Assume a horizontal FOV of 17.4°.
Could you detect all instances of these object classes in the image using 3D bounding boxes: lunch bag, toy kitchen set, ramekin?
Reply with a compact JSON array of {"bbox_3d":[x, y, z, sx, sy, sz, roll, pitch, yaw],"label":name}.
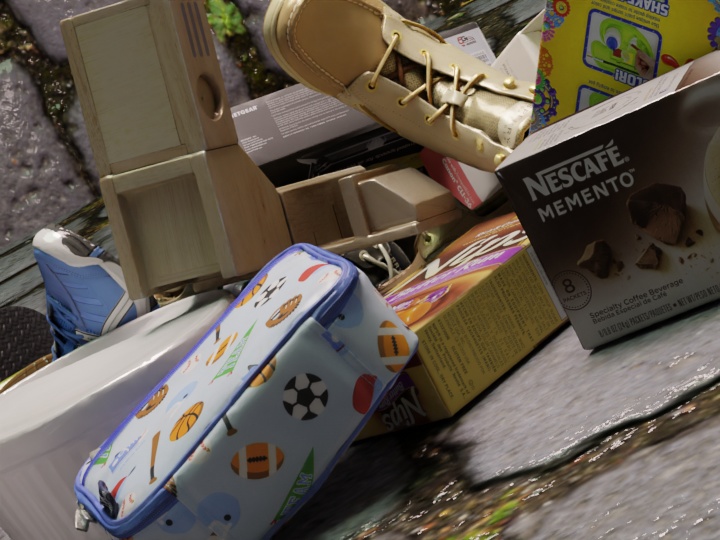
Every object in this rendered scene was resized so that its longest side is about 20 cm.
[{"bbox_3d":[-0.067,0.077,1.242,0.200,0.076,0.160,-46,18,-5],"label":"lunch bag"},{"bbox_3d":[-0.047,-0.093,1.461,0.163,0.181,0.200,-13,3,27],"label":"toy kitchen set"},{"bbox_3d":[-0.145,0.099,1.426,0.202,0.094,0.202,-27,10,5],"label":"ramekin"}]

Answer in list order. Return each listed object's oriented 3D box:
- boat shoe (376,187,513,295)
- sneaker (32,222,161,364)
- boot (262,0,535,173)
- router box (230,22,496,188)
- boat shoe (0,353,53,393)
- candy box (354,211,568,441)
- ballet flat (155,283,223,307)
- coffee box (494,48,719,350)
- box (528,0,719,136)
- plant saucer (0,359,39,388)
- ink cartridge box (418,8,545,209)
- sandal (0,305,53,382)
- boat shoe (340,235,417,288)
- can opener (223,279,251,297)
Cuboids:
[{"bbox_3d":[0.069,-0.020,1.535,0.200,0.067,0.074,-29,9,-8],"label":"boat shoe"},{"bbox_3d":[-0.172,0.051,1.554,0.076,0.200,0.077,26,61,41],"label":"sneaker"},{"bbox_3d":[0.048,-0.111,1.453,0.155,0.200,0.073,28,87,50],"label":"boot"},{"bbox_3d":[-0.005,-0.086,1.667,0.199,0.052,0.157,-20,-22,-16],"label":"router box"},{"bbox_3d":[-0.177,0.087,1.696,0.200,0.072,0.065,-26,-30,13],"label":"boat shoe"},{"bbox_3d":[0.061,0.025,1.362,0.117,0.057,0.200,-19,12,47],"label":"candy box"},{"bbox_3d":[-0.121,-0.011,1.639,0.062,0.068,0.200,-3,-21,-9],"label":"ballet flat"},{"bbox_3d":[0.187,-0.051,1.232,0.200,0.113,0.080,-22,11,28],"label":"coffee box"},{"bbox_3d":[0.205,-0.149,1.361,0.122,0.193,0.200,23,36,27],"label":"box"},{"bbox_3d":[-0.275,0.123,1.808,0.200,0.048,0.200,-31,10,-21],"label":"plant saucer"},{"bbox_3d":[0.138,-0.114,1.588,0.116,0.068,0.200,-18,-19,-33],"label":"ink cartridge box"},{"bbox_3d":[-0.345,0.097,2.085,0.200,0.075,0.045,-39,3,-40],"label":"sandal"},{"bbox_3d":[0.000,0.000,1.615,0.064,0.071,0.200,-24,8,27],"label":"boat shoe"},{"bbox_3d":[-0.091,0.037,1.726,0.200,0.053,0.067,-24,9,26],"label":"can opener"}]
